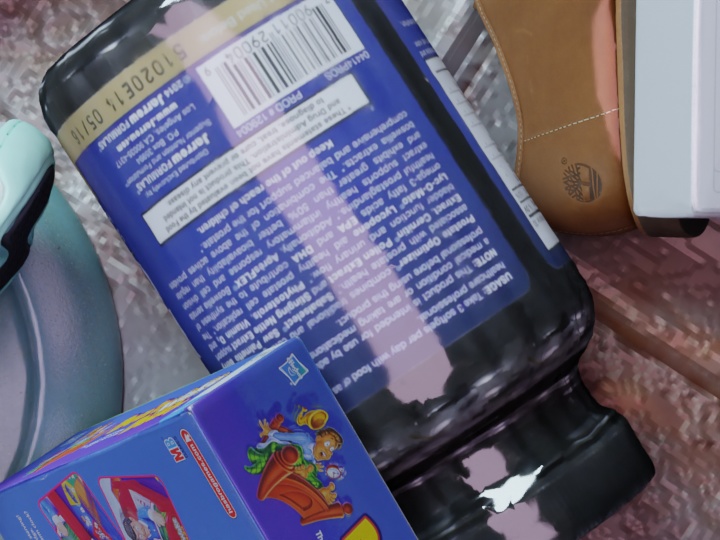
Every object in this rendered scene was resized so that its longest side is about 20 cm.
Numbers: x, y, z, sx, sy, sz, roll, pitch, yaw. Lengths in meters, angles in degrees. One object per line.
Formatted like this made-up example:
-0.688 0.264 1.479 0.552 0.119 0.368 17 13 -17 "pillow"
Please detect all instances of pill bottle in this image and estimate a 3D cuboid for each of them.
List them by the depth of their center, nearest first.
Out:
0.000 0.000 0.772 0.112 0.112 0.200 -33 89 3 "pill bottle"

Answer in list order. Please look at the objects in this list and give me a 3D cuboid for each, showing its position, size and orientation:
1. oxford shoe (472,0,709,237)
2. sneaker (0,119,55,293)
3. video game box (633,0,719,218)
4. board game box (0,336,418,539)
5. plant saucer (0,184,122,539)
0.066 -0.109 0.793 0.071 0.071 0.200 -2 86 26 "oxford shoe"
-0.198 0.003 0.773 0.140 0.078 0.200 41 92 1 "sneaker"
0.170 -0.114 0.763 0.182 0.047 0.200 1 91 -20 "video game box"
-0.018 0.129 0.756 0.045 0.134 0.200 -34 96 -36 "board game box"
-0.177 0.035 0.825 0.200 0.027 0.201 0 91 3 "plant saucer"
